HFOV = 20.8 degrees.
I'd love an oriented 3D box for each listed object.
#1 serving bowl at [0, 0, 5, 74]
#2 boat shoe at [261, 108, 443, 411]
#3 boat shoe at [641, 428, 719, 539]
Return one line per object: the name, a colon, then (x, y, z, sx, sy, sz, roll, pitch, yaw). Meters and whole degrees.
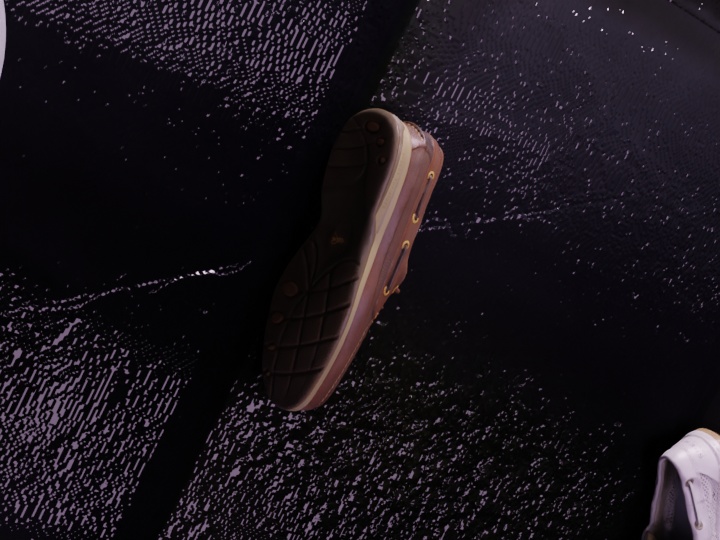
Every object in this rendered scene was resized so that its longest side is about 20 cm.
serving bowl: (-0.257, -0.106, 0.968, 0.200, 0.066, 0.200, -20, 125, -32)
boat shoe: (0.000, -0.001, 1.246, 0.067, 0.072, 0.200, 16, 98, -43)
boat shoe: (0.259, 0.229, 1.604, 0.069, 0.071, 0.200, -16, 113, -34)
